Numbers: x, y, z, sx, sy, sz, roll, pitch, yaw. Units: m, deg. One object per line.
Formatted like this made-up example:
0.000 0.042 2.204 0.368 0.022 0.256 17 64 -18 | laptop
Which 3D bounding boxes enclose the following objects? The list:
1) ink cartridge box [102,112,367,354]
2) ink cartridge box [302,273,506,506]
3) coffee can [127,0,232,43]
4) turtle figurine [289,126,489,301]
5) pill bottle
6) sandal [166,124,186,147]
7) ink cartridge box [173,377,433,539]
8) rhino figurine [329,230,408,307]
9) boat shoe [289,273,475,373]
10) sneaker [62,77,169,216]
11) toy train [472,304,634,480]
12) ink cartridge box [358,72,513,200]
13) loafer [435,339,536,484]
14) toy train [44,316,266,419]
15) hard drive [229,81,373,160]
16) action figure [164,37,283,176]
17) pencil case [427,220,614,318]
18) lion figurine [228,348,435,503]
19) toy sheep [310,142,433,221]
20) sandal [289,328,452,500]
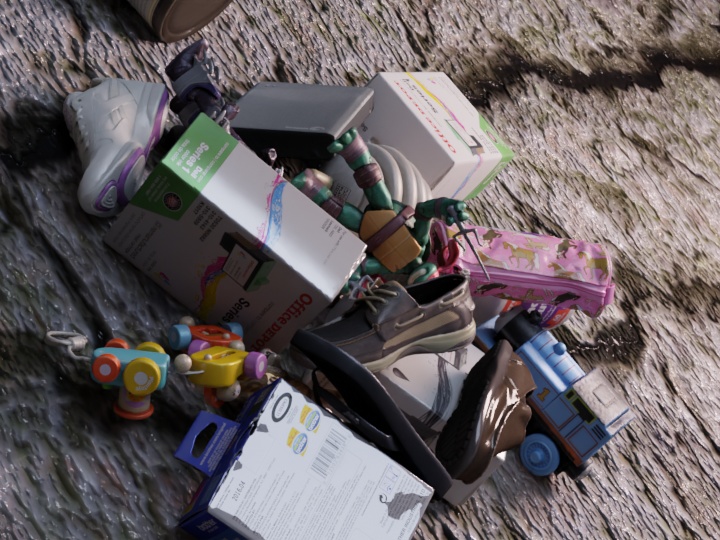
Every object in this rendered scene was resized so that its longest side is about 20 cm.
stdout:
-0.116 -0.024 1.439 0.200 0.145 0.084 39 47 -6 | ink cartridge box
0.052 0.114 1.533 0.199 0.083 0.146 36 32 -10 | ink cartridge box
-0.235 -0.378 1.745 0.200 0.146 0.146 47 31 8 | coffee can
0.024 -0.034 1.512 0.200 0.150 0.101 48 -2 -1 | turtle figurine
0.150 0.009 1.746 0.199 0.111 0.112 5 47 -45 | pill bottle
-0.145 -0.077 1.592 0.075 0.045 0.200 17 25 -44 | sandal
-0.056 0.186 1.288 0.200 0.076 0.137 38 58 -12 | ink cartridge box
0.000 0.000 1.608 0.200 0.087 0.060 38 34 -25 | rhino figurine
0.020 0.042 1.410 0.199 0.074 0.074 -12 22 -37 | boat shoe
-0.252 -0.121 1.509 0.099 0.075 0.201 15 37 -1 | sneaker
0.190 0.125 1.647 0.200 0.114 0.087 51 31 12 | toy train
0.079 -0.158 1.857 0.145 0.084 0.200 50 24 12 | ink cartridge box
0.128 0.135 1.442 0.071 0.073 0.200 39 34 -4 | loafer
-0.167 0.085 1.343 0.199 0.056 0.150 -3 13 -41 | toy train
-0.073 -0.163 1.685 0.138 0.033 0.200 5 21 11 | hard drive
-0.131 -0.131 1.528 0.201 0.069 0.130 57 -3 33 | action figure
0.164 -0.001 1.617 0.198 0.083 0.087 7 59 -16 | pencil case
-0.029 0.151 1.405 0.200 0.122 0.073 49 52 -22 | lion figurine
0.004 -0.076 1.671 0.199 0.138 0.138 12 43 -48 | toy sheep
0.007 0.129 1.313 0.200 0.043 0.076 51 -17 -21 | sandal
